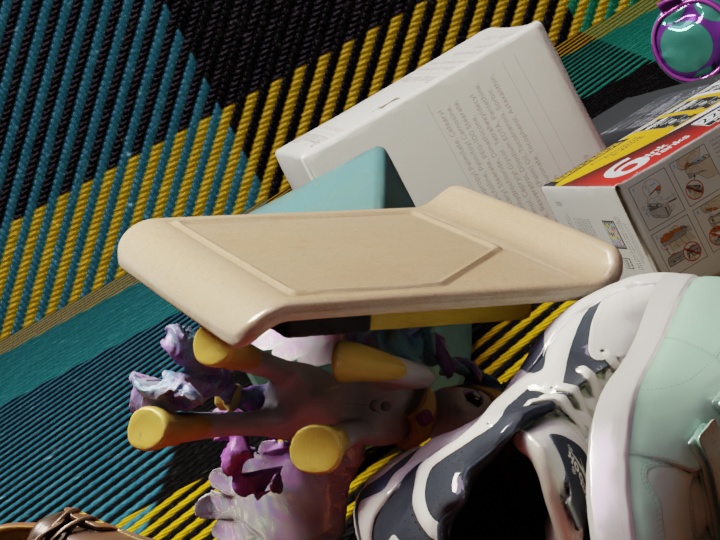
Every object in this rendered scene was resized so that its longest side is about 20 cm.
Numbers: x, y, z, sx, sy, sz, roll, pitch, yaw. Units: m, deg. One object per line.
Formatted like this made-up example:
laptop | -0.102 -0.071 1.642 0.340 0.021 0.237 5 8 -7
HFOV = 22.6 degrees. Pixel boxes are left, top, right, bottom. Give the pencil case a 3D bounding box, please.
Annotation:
pencil case | 0.345 -0.251 1.782 0.085 0.093 0.200 -23 11 27

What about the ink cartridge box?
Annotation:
ink cartridge box | 0.226 -0.067 1.141 0.199 0.084 0.176 -31 9 -11

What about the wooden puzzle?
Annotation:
wooden puzzle | 0.000 0.000 0.883 0.199 0.038 0.185 -8 16 -24

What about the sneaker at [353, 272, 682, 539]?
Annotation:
sneaker | 0.094 0.075 0.769 0.198 0.080 0.130 -30 11 -9

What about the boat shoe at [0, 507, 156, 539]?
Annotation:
boat shoe | -0.168 0.174 1.036 0.072 0.068 0.200 -34 11 -34

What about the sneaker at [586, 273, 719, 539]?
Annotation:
sneaker | 0.155 0.064 0.674 0.117 0.074 0.201 -1 34 23

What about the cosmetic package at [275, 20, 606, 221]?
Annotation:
cosmetic package | 0.068 -0.064 1.337 0.199 0.167 0.167 -30 9 -5

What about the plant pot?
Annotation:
plant pot | -0.012 0.036 1.143 0.141 0.142 0.200 -27 16 7

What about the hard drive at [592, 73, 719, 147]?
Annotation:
hard drive | 0.240 -0.121 1.559 0.139 0.033 0.200 -32 10 -22

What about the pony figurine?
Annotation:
pony figurine | -0.024 0.070 0.916 0.192 0.168 0.200 3 -5 33
